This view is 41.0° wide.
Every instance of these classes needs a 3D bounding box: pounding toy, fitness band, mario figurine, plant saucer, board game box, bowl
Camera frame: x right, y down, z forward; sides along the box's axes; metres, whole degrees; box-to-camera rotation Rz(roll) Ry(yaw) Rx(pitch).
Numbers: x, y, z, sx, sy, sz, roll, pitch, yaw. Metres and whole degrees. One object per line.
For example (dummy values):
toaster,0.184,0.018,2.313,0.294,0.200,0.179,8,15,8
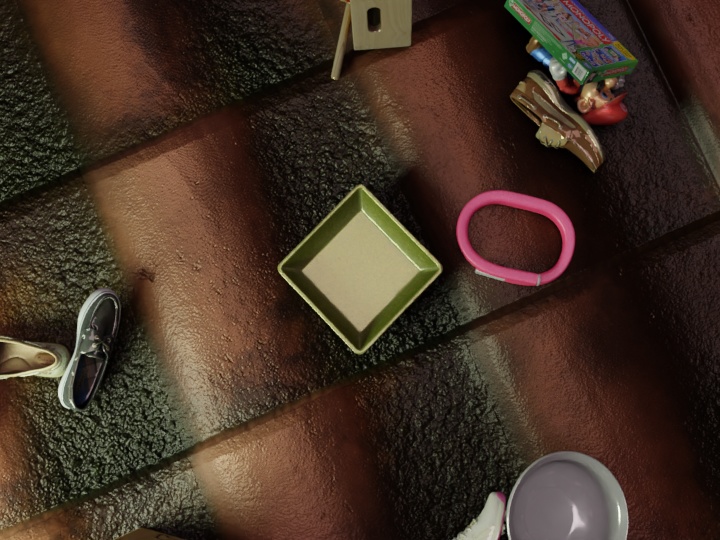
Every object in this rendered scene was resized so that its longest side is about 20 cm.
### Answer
pounding toy,0.011,-0.451,1.586,0.139,0.201,0.187,-4,67,1
fitness band,0.255,-0.054,1.582,0.196,0.037,0.146,13,82,2
mario figurine,0.373,-0.329,1.586,0.123,0.106,0.201,-39,81,-6
plant saucer,0.000,0.000,1.574,0.200,0.048,0.200,-44,83,-5
board game box,0.343,-0.387,1.570,0.133,0.029,0.201,-19,60,-36
bowl,0.303,0.380,1.481,0.197,0.090,0.205,2,81,-13

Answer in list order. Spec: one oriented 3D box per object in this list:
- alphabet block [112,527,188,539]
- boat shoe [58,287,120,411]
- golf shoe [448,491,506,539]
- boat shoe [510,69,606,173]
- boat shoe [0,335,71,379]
alphabet block,-0.295,0.509,1.430,0.193,0.200,0.199,15,83,4
boat shoe,-0.428,0.130,1.548,0.068,0.056,0.203,19,87,-38
golf shoe,0.168,0.434,1.496,0.090,0.075,0.203,20,82,7
boat shoe,0.324,-0.237,1.594,0.073,0.076,0.201,-37,75,1
boat shoe,-0.572,0.139,1.558,0.196,0.063,0.075,-2,82,1
